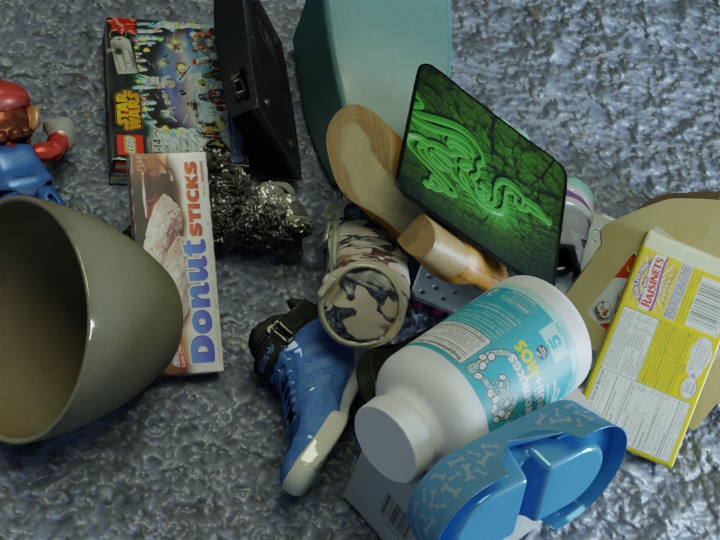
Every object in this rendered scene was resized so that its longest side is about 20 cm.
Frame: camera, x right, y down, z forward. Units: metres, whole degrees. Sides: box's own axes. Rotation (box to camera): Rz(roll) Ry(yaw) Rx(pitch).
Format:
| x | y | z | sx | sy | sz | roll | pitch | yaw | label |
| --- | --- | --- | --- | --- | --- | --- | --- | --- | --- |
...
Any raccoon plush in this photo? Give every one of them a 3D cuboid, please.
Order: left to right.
| x | y | z | sx | sy | sz | roll | pitch | yaw | label |
| --- | --- | --- | --- | --- | --- | --- | --- | --- | --- |
| -0.138 | -0.022 | 1.425 | 0.134 | 0.097 | 0.200 | 40 | 76 | 2 | raccoon plush |

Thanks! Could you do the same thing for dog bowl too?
| x | y | z | sx | sy | sz | roll | pitch | yaw | label |
| --- | --- | --- | --- | --- | --- | --- | --- | --- | --- |
| 0.121 | 0.167 | 1.187 | 0.199 | 0.112 | 0.050 | -21 | 48 | -29 | dog bowl |

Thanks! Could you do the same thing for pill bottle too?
| x | y | z | sx | sy | sz | roll | pitch | yaw | label |
| --- | --- | --- | --- | --- | --- | --- | --- | --- | --- |
| 0.089 | 0.093 | 1.232 | 0.200 | 0.111 | 0.111 | -32 | 66 | -34 | pill bottle |

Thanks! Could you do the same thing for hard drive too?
| x | y | z | sx | sy | sz | roll | pitch | yaw | label |
| --- | --- | --- | --- | --- | --- | --- | --- | --- | --- |
| -0.105 | -0.196 | 1.530 | 0.042 | 0.135 | 0.201 | -18 | 52 | 10 | hard drive |

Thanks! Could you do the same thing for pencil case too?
| x | y | z | sx | sy | sz | roll | pitch | yaw | label |
| --- | --- | --- | --- | --- | --- | --- | --- | --- | --- |
| 0.000 | 0.000 | 1.379 | 0.089 | 0.078 | 0.200 | 26 | 18 | -9 | pencil case |

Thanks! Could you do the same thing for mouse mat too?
| x | y | z | sx | sy | sz | roll | pitch | yaw | label |
| --- | --- | --- | --- | --- | --- | --- | --- | --- | --- |
| 0.117 | -0.085 | 1.393 | 0.199 | 0.008 | 0.162 | 32 | 49 | -25 | mouse mat |

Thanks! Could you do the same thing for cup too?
| x | y | z | sx | sy | sz | roll | pitch | yaw | label |
| --- | --- | --- | --- | --- | --- | --- | --- | --- | --- |
| -0.235 | 0.042 | 1.273 | 0.143 | 0.200 | 0.201 | 3 | 46 | -48 | cup |

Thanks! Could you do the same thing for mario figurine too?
| x | y | z | sx | sy | sz | roll | pitch | yaw | label |
| --- | --- | --- | --- | --- | --- | --- | --- | --- | --- |
| -0.324 | -0.087 | 1.423 | 0.123 | 0.106 | 0.201 | 11 | 50 | -57 | mario figurine |

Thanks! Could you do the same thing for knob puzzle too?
| x | y | z | sx | sy | sz | roll | pitch | yaw | label |
| --- | --- | --- | --- | --- | --- | --- | --- | --- | --- |
| 0.311 | 0.019 | 1.450 | 0.218 | 0.030 | 0.221 | 0 | 90 | 3 | knob puzzle |

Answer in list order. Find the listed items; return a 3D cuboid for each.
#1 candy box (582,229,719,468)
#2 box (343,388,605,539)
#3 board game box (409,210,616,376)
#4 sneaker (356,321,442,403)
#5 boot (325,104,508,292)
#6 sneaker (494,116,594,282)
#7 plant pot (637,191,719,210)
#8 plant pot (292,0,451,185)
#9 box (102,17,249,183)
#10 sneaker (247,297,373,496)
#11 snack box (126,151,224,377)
| x | y | z | sx | sy | sz | roll | pitch | yaw | label |
| --- | --- | --- | --- | --- | --- | --- | --- | --- | --- |
| 0.279 | 0.073 | 1.416 | 0.102 | 0.026 | 0.201 | 22 | 86 | 4 | candy box |
| 0.105 | 0.169 | 1.312 | 0.199 | 0.098 | 0.124 | -28 | 64 | -32 | box |
| 0.165 | -0.004 | 1.517 | 0.199 | 0.026 | 0.201 | 22 | 50 | 1 | board game box |
| 0.072 | 0.073 | 1.345 | 0.060 | 0.104 | 0.200 | 65 | 20 | 1 | sneaker |
| 0.054 | -0.060 | 1.417 | 0.144 | 0.071 | 0.202 | 27 | 26 | -54 | boot |
| 0.147 | -0.058 | 1.458 | 0.199 | 0.078 | 0.140 | 29 | 47 | -21 | sneaker |
| 0.367 | -0.010 | 1.522 | 0.200 | 0.093 | 0.202 | 13 | 53 | -17 | plant pot |
| 0.017 | -0.191 | 1.557 | 0.140 | 0.141 | 0.201 | 2 | 61 | -15 | plant pot |
| -0.190 | -0.172 | 1.538 | 0.136 | 0.040 | 0.201 | 1 | 52 | -15 | box |
| -0.060 | 0.103 | 1.327 | 0.111 | 0.077 | 0.200 | 28 | 45 | -1 | sneaker |
| -0.167 | -0.006 | 1.359 | 0.071 | 0.024 | 0.201 | -3 | 83 | -19 | snack box |
